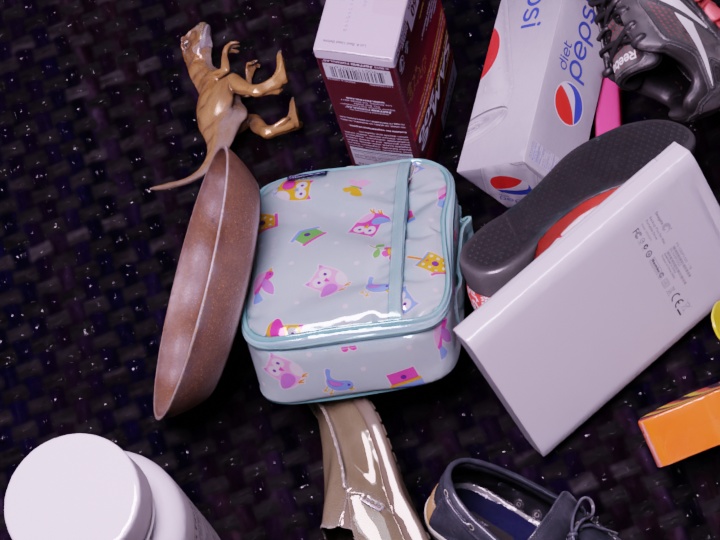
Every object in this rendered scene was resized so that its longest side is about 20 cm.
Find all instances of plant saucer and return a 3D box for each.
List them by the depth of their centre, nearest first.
[{"bbox_3d":[-0.107,0.012,1.417,0.034,0.200,0.200,15,67,-12],"label":"plant saucer"}]

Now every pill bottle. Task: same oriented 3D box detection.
[{"bbox_3d":[-0.163,0.183,1.333,0.114,0.200,0.114,-4,65,9],"label":"pill bottle"}]

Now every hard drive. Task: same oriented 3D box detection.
[{"bbox_3d":[0.171,0.021,1.381,0.200,0.132,0.026,-40,38,-6],"label":"hard drive"}]

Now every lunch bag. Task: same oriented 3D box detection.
[{"bbox_3d":[0.000,0.000,1.418,0.160,0.077,0.200,-9,39,10],"label":"lunch bag"}]

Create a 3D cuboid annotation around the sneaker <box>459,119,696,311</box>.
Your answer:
[{"bbox_3d":[0.161,-0.018,1.421,0.201,0.108,0.067,-36,42,-19],"label":"sneaker"}]

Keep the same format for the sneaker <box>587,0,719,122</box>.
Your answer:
[{"bbox_3d":[0.199,-0.185,1.431,0.098,0.071,0.200,-39,84,-28],"label":"sneaker"}]

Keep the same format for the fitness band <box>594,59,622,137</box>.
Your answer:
[{"bbox_3d":[0.245,-0.107,1.478,0.143,0.037,0.200,-4,65,9],"label":"fitness band"}]

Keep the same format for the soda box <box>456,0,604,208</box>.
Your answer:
[{"bbox_3d":[0.136,-0.150,1.490,0.068,0.063,0.200,-6,60,45],"label":"soda box"}]

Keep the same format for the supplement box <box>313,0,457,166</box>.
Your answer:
[{"bbox_3d":[0.022,-0.151,1.448,0.061,0.200,0.109,9,68,13],"label":"supplement box"}]

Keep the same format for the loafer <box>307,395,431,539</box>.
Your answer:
[{"bbox_3d":[-0.001,0.158,1.383,0.067,0.076,0.200,-23,64,-7],"label":"loafer"}]

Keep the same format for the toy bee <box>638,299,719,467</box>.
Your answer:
[{"bbox_3d":[0.296,0.083,1.361,0.200,0.109,0.131,-1,97,24],"label":"toy bee"}]

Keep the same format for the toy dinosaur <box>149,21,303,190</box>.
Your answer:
[{"bbox_3d":[-0.102,-0.116,1.532,0.106,0.060,0.200,-13,40,6],"label":"toy dinosaur"}]

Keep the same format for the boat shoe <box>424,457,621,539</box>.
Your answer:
[{"bbox_3d":[0.132,0.187,1.345,0.200,0.062,0.075,27,48,21],"label":"boat shoe"}]
